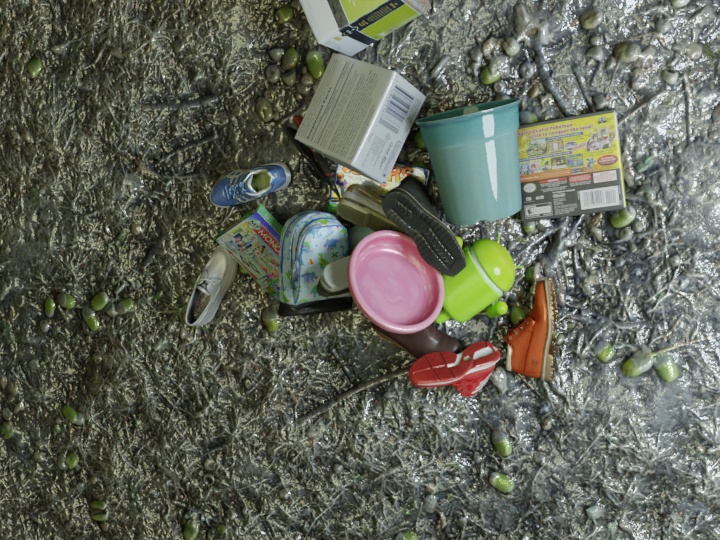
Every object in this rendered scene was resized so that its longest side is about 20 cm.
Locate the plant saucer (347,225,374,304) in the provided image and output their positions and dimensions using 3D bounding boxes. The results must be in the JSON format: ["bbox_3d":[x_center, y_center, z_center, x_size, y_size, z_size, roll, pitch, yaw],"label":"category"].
[{"bbox_3d":[0.029,0.004,1.544,0.196,0.039,0.206,8,112,20],"label":"plant saucer"}]

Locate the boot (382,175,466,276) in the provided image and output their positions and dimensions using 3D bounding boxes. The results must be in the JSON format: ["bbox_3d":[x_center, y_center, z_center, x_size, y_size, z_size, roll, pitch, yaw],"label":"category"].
[{"bbox_3d":[0.137,-0.096,1.435,0.077,0.139,0.201,-36,99,27],"label":"boot"}]

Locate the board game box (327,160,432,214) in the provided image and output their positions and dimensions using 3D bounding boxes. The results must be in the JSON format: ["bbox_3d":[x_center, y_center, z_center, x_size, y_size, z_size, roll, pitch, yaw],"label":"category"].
[{"bbox_3d":[0.039,-0.163,1.534,0.196,0.034,0.139,16,104,15],"label":"board game box"}]

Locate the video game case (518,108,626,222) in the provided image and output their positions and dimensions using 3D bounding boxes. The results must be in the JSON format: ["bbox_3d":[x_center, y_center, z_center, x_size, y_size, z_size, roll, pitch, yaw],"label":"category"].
[{"bbox_3d":[0.391,-0.195,1.417,0.195,0.025,0.186,-6,97,20],"label":"video game case"}]

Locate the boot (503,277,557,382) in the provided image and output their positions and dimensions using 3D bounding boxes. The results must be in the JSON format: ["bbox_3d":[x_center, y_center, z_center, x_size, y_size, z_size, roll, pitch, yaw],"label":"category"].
[{"bbox_3d":[0.331,0.112,1.464,0.105,0.075,0.206,7,102,22],"label":"boot"}]

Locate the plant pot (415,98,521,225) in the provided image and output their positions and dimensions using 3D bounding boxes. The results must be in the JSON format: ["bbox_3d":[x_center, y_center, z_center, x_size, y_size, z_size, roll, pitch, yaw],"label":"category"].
[{"bbox_3d":[0.214,-0.199,1.397,0.195,0.200,0.201,-7,105,19],"label":"plant pot"}]

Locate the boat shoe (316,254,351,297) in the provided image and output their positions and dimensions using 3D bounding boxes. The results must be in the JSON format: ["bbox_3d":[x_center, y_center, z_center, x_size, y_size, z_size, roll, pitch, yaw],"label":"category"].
[{"bbox_3d":[0.000,0.000,1.452,0.072,0.197,0.064,62,147,17],"label":"boat shoe"}]

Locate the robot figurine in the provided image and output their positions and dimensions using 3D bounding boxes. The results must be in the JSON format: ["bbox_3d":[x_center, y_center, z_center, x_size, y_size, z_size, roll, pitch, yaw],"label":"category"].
[{"bbox_3d":[0.215,0.020,1.462,0.199,0.115,0.177,-38,85,20],"label":"robot figurine"}]

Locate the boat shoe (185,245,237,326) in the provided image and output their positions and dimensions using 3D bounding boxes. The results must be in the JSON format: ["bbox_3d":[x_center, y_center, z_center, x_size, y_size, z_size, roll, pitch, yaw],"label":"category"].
[{"bbox_3d":[-0.339,0.035,1.674,0.071,0.068,0.202,36,108,10],"label":"boat shoe"}]

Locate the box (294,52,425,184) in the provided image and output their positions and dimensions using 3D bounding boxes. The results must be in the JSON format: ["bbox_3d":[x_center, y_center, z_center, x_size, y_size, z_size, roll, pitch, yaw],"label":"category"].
[{"bbox_3d":[-0.004,-0.291,1.431,0.199,0.104,0.187,31,97,45],"label":"box"}]

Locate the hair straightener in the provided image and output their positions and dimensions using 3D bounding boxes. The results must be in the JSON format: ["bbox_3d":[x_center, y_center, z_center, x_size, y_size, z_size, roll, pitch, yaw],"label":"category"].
[{"bbox_3d":[-0.102,-0.220,1.556,0.077,0.041,0.202,-40,77,34],"label":"hair straightener"}]

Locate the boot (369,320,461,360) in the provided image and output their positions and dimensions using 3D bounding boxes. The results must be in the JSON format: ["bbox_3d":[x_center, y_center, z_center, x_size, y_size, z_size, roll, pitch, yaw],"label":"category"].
[{"bbox_3d":[0.103,0.107,1.492,0.196,0.168,0.073,15,59,21],"label":"boot"}]

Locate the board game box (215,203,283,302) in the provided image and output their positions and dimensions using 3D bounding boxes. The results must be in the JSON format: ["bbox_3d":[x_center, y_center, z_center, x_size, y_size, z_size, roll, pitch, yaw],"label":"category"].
[{"bbox_3d":[-0.190,-0.033,1.573,0.133,0.029,0.200,-27,118,32],"label":"board game box"}]

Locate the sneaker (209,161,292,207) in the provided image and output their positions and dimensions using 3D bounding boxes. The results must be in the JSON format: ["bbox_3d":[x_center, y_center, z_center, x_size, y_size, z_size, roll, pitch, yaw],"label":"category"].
[{"bbox_3d":[-0.245,-0.185,1.604,0.196,0.077,0.077,-19,94,22],"label":"sneaker"}]

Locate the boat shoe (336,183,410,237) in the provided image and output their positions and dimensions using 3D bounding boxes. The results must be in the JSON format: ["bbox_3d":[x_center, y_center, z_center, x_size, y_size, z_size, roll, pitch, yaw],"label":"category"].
[{"bbox_3d":[0.053,-0.107,1.477,0.197,0.069,0.075,29,150,-5],"label":"boat shoe"}]

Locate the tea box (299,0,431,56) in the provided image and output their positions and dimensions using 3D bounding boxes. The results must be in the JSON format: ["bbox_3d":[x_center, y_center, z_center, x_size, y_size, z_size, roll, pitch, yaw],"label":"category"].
[{"bbox_3d":[0.007,-0.517,1.400,0.193,0.200,0.136,-23,91,19],"label":"tea box"}]

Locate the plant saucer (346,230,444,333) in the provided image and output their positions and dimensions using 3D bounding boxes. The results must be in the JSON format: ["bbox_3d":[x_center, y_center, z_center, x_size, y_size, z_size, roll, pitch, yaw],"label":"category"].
[{"bbox_3d":[0.061,0.026,1.397,0.202,0.200,0.051,50,144,4],"label":"plant saucer"}]

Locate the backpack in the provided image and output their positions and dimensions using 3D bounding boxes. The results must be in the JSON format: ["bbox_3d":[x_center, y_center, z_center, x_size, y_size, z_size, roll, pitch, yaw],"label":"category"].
[{"bbox_3d":[-0.089,-0.017,1.495,0.159,0.153,0.206,-4,86,-23],"label":"backpack"}]

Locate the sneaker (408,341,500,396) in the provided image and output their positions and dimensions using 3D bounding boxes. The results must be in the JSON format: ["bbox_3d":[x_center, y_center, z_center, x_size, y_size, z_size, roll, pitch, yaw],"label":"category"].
[{"bbox_3d":[0.182,0.219,1.482,0.195,0.079,0.117,-10,132,-17],"label":"sneaker"}]
